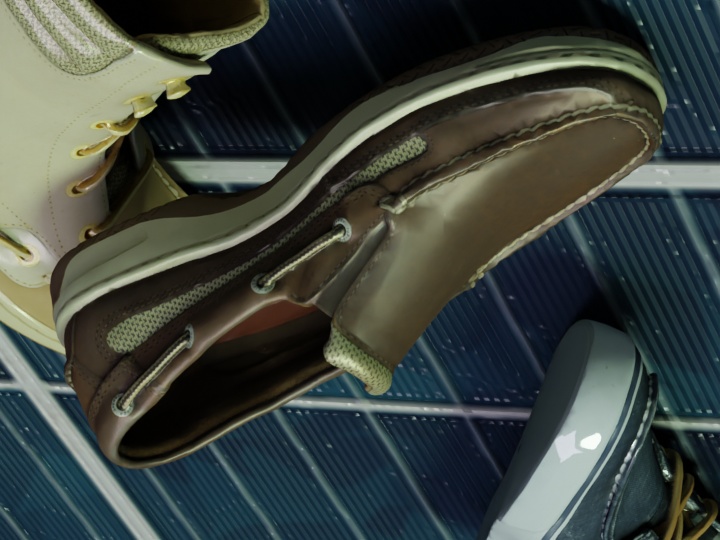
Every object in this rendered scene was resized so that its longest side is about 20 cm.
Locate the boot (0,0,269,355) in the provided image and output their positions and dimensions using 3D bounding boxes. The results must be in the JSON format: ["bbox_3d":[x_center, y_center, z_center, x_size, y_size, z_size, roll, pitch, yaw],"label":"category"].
[{"bbox_3d":[-0.074,-0.048,0.888,0.155,0.073,0.200,-18,127,45],"label":"boot"}]

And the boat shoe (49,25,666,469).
[{"bbox_3d":[0.003,0.002,0.848,0.202,0.075,0.075,-27,146,24],"label":"boat shoe"}]

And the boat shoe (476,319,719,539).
[{"bbox_3d":[0.092,0.083,0.979,0.091,0.071,0.200,20,155,2],"label":"boat shoe"}]
